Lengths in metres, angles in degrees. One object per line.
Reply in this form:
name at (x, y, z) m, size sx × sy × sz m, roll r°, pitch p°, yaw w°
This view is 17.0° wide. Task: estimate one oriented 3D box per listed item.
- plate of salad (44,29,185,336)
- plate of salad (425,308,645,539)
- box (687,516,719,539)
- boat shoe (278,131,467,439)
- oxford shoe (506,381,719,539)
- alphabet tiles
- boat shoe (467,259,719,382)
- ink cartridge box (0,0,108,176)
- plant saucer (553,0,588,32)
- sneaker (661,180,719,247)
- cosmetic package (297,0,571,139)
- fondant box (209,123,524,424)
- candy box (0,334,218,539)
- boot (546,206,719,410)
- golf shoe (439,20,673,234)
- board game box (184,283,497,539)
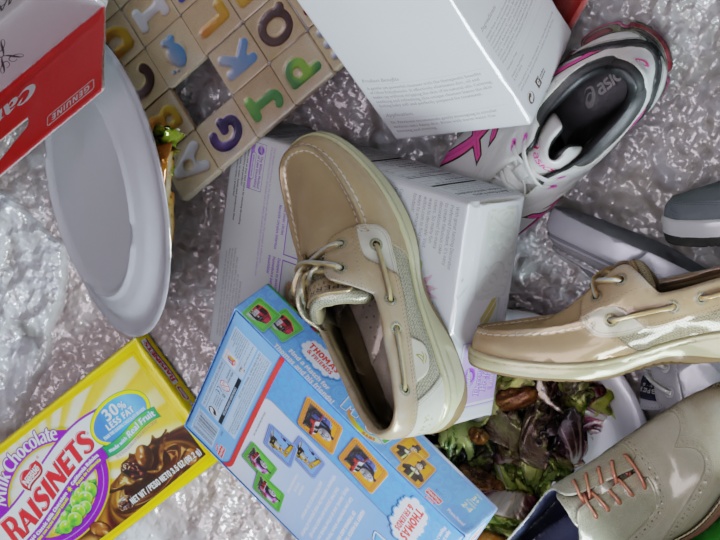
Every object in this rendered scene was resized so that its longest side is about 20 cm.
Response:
plate of salad at (-0.155, -0.057, 1.550) m, size 0.200 × 0.048 × 0.200 m, roll 39°, pitch 136°, yaw 51°
plate of salad at (0.088, 0.124, 1.554) m, size 0.200 × 0.048 × 0.200 m, roll 4°, pitch 102°, yaw 17°
box at (0.253, 0.236, 1.447) m, size 0.097 × 0.200 × 0.177 m, roll -38°, pitch 92°, yaw 20°
boat shoe at (-0.005, 0.008, 1.440) m, size 0.072 × 0.065 × 0.200 m, roll -34°, pitch 73°, yaw 39°
oxford shoe at (0.161, 0.139, 1.462) m, size 0.200 × 0.074 × 0.071 m, roll -48°, pitch 56°, yaw 23°
alphabet tiles at (-0.102, -0.173, 1.548) m, size 0.167 × 0.008 × 0.200 m, roll -39°, pitch 71°, yaw 20°
boat shoe at (0.161, 0.024, 1.436) m, size 0.200 × 0.071 × 0.065 m, roll -7°, pitch 100°, yaw 2°
ink cartridge box at (-0.241, -0.125, 1.540) m, size 0.200 × 0.176 × 0.045 m, roll -36°, pitch 123°, yaw 25°
plant saucer at (0.064, -0.236, 1.436) m, size 0.199 × 0.037 × 0.200 m, roll 25°, pitch 147°, yaw -2°
sneaker at (0.266, -0.089, 1.441) m, size 0.200 × 0.084 × 0.121 m, roll -15°, pitch 102°, yaw 11°
cosmetic package at (0.028, -0.176, 1.430) m, size 0.108 × 0.085 × 0.200 m, roll -3°, pitch 137°, yaw 36°
fondant box at (0.000, 0.000, 1.517) m, size 0.200 × 0.058 × 0.144 m, roll 20°, pitch 109°, yaw 39°
candy box at (-0.193, 0.139, 1.663) m, size 0.200 × 0.026 × 0.102 m, roll -38°, pitch 85°, yaw 20°
boot at (0.190, 0.042, 1.497) m, size 0.200 × 0.074 × 0.096 m, roll 28°, pitch 101°, yaw 9°
golf shoe at (0.105, -0.076, 1.491) m, size 0.073 × 0.092 × 0.200 m, roll 45°, pitch 112°, yaw -1°
board game box at (-0.017, 0.122, 1.516) m, size 0.200 × 0.037 × 0.151 m, roll 45°, pitch 145°, yaw 13°
